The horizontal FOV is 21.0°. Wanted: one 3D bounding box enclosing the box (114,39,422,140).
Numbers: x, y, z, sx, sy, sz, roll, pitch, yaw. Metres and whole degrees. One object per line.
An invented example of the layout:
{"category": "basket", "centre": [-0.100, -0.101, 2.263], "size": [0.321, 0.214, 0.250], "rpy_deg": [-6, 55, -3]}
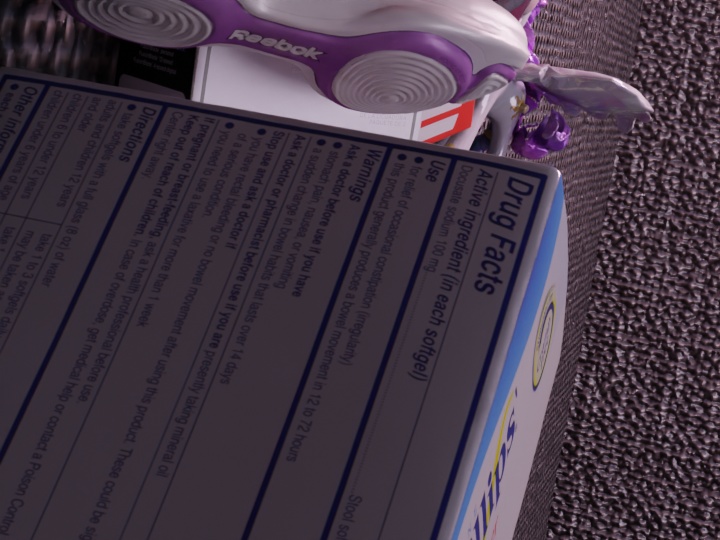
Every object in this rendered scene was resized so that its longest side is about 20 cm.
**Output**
{"category": "box", "centre": [-0.046, -0.003, 0.792], "size": [0.116, 0.060, 0.200], "rpy_deg": [-1, 105, -37]}

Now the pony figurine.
{"category": "pony figurine", "centre": [0.094, -0.122, 1.310], "size": [0.200, 0.166, 0.193], "rpy_deg": [-61, 158, -7]}

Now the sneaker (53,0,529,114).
{"category": "sneaker", "centre": [-0.018, -0.118, 0.708], "size": [0.075, 0.200, 0.100], "rpy_deg": [-26, -124, 49]}

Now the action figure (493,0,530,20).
{"category": "action figure", "centre": [0.021, -0.173, 1.073], "size": [0.149, 0.134, 0.200], "rpy_deg": [-37, 174, 29]}

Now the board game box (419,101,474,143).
{"category": "board game box", "centre": [-0.007, -0.122, 0.898], "size": [0.200, 0.046, 0.152], "rpy_deg": [-27, 130, -52]}

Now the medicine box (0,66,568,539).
{"category": "medicine box", "centre": [-0.051, 0.048, 0.611], "size": [0.103, 0.200, 0.182], "rpy_deg": [85, 20, -52]}
